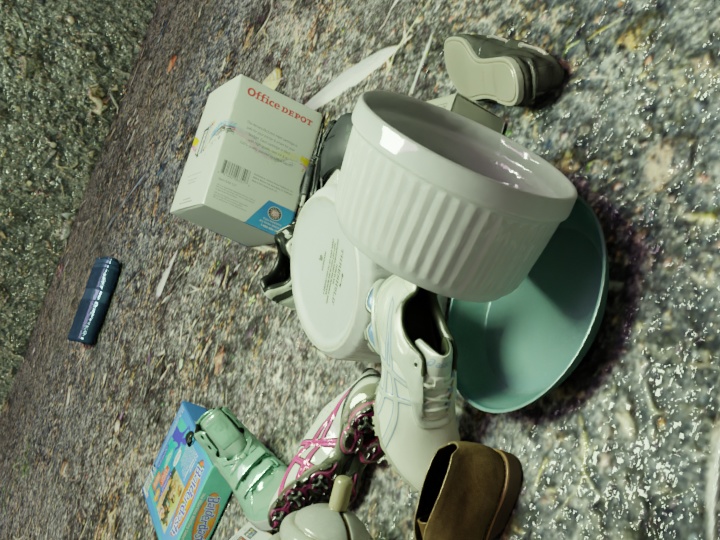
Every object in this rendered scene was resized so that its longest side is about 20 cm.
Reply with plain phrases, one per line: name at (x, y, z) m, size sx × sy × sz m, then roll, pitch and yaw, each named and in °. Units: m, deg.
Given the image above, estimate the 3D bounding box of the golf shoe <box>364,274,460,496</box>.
golf shoe at (0.053, 0.100, 0.822) m, size 0.097 × 0.077 × 0.204 m, roll 150°, pitch 108°, yaw -68°

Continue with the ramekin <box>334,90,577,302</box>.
ramekin at (0.071, -0.060, 0.782) m, size 0.107 × 0.196 × 0.201 m, roll -67°, pitch 27°, yaw 20°

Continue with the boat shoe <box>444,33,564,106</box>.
boat shoe at (0.146, -0.212, 0.985) m, size 0.200 × 0.056 × 0.068 m, roll -131°, pitch 31°, yaw -63°

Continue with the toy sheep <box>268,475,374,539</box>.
toy sheep at (-0.036, 0.289, 0.863) m, size 0.137 × 0.136 × 0.204 m, roll 25°, pitch 96°, yaw 62°

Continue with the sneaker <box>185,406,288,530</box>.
sneaker at (-0.141, 0.224, 1.091) m, size 0.074 × 0.119 × 0.199 m, roll -43°, pitch 23°, yaw -16°

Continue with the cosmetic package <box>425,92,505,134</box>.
cosmetic package at (0.063, -0.122, 1.036) m, size 0.199 × 0.072 × 0.106 m, roll 4°, pitch 75°, yaw 61°

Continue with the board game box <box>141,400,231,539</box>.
board game box at (-0.242, 0.297, 1.311) m, size 0.154 × 0.044 × 0.200 m, roll -64°, pitch 27°, yaw 7°

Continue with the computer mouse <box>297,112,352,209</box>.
computer mouse at (-0.029, -0.160, 1.249) m, size 0.199 × 0.052 × 0.141 m, roll -8°, pitch 63°, yaw 59°

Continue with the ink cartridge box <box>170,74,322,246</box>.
ink cartridge box at (-0.171, -0.160, 1.401) m, size 0.144 × 0.145 × 0.204 m, roll -5°, pitch 66°, yaw 59°

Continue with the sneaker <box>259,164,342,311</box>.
sneaker at (-0.060, -0.044, 1.171) m, size 0.075 × 0.086 × 0.203 m, roll 35°, pitch 105°, yaw 54°

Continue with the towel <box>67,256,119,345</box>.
towel at (-0.594, 0.069, 2.099) m, size 0.111 × 0.048 × 0.204 m, roll 0°, pitch 70°, yaw 61°

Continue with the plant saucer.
plant saucer at (0.149, 0.029, 0.814) m, size 0.200 × 0.035 × 0.203 m, roll -41°, pitch 37°, yaw 41°

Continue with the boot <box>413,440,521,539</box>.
boot at (0.065, 0.240, 0.774) m, size 0.073 × 0.074 × 0.204 m, roll 7°, pitch 78°, yaw 59°

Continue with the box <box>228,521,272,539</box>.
box at (-0.127, 0.344, 1.018) m, size 0.118 × 0.042 × 0.199 m, roll -39°, pitch 21°, yaw -22°

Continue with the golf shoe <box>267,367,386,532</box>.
golf shoe at (-0.028, 0.193, 0.983) m, size 0.201 × 0.072 × 0.092 m, roll -49°, pitch 26°, yaw 14°

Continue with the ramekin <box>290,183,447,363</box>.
ramekin at (0.000, 0.000, 0.965) m, size 0.201 × 0.092 × 0.207 m, roll 10°, pitch 102°, yaw 61°
